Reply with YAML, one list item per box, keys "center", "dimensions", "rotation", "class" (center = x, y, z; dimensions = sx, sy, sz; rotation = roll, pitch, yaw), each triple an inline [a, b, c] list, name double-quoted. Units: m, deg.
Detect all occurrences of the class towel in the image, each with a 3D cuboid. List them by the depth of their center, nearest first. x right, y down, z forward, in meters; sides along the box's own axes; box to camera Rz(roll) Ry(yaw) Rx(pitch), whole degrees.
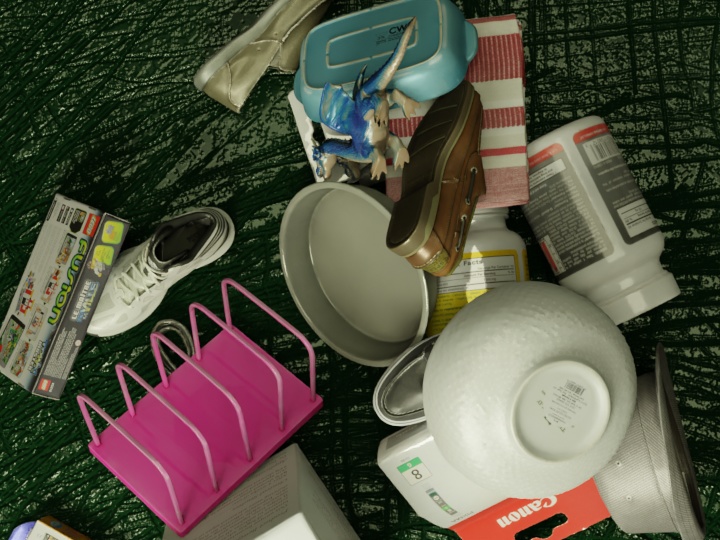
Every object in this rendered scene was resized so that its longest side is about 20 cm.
- center: [0.094, -0.155, 1.123]
  dimensions: [0.144, 0.023, 0.200]
  rotation: [-4, 75, 13]
  class: "towel"

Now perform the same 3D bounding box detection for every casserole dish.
- center: [0.017, -0.217, 1.120]
  dimensions: [0.200, 0.039, 0.121]
  rotation: [-11, 60, 19]
  class: "casserole dish"

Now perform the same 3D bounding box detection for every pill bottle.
- center: [0.237, -0.046, 1.143]
  dimensions: [0.116, 0.116, 0.200]
  rotation: [-26, 85, 2]
  class: "pill bottle"
- center: [0.119, 0.024, 1.148]
  dimensions: [0.112, 0.112, 0.200]
  rotation: [-6, 85, 4]
  class: "pill bottle"

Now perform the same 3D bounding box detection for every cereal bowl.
- center: [0.160, 0.114, 0.994]
  dimensions: [0.200, 0.083, 0.200]
  rotation: [-3, 102, -14]
  class: "cereal bowl"

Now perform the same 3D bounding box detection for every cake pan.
- center: [0.000, 0.000, 1.137]
  dimensions: [0.037, 0.200, 0.200]
  rotation: [-29, 83, -41]
  class: "cake pan"

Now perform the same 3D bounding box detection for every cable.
- center: [-0.175, 0.148, 1.189]
  dimensions: [0.097, 0.050, 0.200]
  rotation: [-7, 87, 6]
  class: "cable"

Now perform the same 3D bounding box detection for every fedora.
- center: [0.274, 0.178, 1.104]
  dimensions: [0.090, 0.177, 0.200]
  rotation: [-14, 98, 18]
  class: "fedora"

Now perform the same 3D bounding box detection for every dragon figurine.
- center: [0.000, -0.153, 1.052]
  dimensions: [0.059, 0.200, 0.099]
  rotation: [-30, 52, -34]
  class: "dragon figurine"

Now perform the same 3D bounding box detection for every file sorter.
- center: [-0.155, 0.125, 1.099]
  dimensions: [0.139, 0.126, 0.200]
  rotation: [36, 61, 23]
  class: "file sorter"

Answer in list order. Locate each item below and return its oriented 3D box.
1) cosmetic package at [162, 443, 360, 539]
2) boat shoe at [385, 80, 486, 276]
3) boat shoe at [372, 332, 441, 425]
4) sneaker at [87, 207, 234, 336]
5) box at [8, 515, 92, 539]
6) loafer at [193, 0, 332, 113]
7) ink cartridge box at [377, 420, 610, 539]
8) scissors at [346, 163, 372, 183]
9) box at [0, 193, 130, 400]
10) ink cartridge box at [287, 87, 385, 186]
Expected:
- center: [-0.086, 0.302, 1.081]
  dimensions: [0.167, 0.200, 0.167]
  rotation: [-31, 100, 2]
  class: "cosmetic package"
- center: [0.082, -0.086, 1.065]
  dimensions: [0.068, 0.072, 0.200]
  rotation: [33, 64, -25]
  class: "boat shoe"
- center: [0.099, 0.084, 1.055]
  dimensions: [0.200, 0.066, 0.070]
  rotation: [-27, 84, 3]
  class: "boat shoe"
- center: [-0.228, -0.005, 1.172]
  dimensions: [0.200, 0.115, 0.076]
  rotation: [-37, 84, 1]
  class: "sneaker"
- center: [-0.301, 0.351, 1.191]
  dimensions: [0.200, 0.041, 0.119]
  rotation: [27, 88, 3]
  class: "box"
- center: [-0.086, -0.246, 1.208]
  dimensions: [0.200, 0.075, 0.070]
  rotation: [-40, 96, 5]
  class: "loafer"
- center: [0.137, 0.215, 1.107]
  dimensions: [0.161, 0.050, 0.200]
  rotation: [-31, 106, 20]
  class: "ink cartridge box"
- center: [0.070, -0.152, 1.146]
  dimensions: [0.200, 0.014, 0.073]
  rotation: [-20, 85, 3]
  class: "scissors"
- center: [-0.321, 0.025, 1.187]
  dimensions: [0.110, 0.035, 0.200]
  rotation: [20, 87, 45]
  class: "box"
- center: [0.036, -0.163, 1.188]
  dimensions: [0.200, 0.068, 0.115]
  rotation: [-18, 84, 2]
  class: "ink cartridge box"
